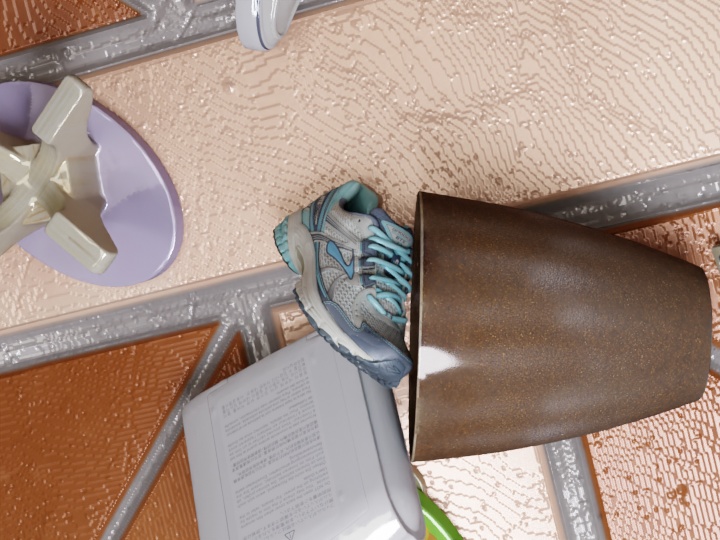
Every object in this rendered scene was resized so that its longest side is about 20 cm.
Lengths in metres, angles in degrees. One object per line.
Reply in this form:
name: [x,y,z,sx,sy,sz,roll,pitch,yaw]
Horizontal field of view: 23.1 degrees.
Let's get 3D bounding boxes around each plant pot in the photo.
plant pot: [0.136,0.042,1.220,0.199,0.187,0.188,2,96,-1]

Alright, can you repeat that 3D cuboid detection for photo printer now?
photo printer: [-0.041,0.152,1.263,0.166,0.069,0.200,-29,47,16]

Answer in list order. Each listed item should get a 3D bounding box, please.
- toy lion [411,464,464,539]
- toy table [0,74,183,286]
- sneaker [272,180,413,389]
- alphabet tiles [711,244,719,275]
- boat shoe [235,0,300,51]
toy lion: [0.009,0.273,1.326,0.200,0.069,0.192,-38,93,14]
toy table: [-0.236,-0.065,1.320,0.200,0.117,0.184,27,101,11]
sneaker: [0.000,0.000,1.239,0.086,0.200,0.078,-41,128,10]
alphabet tiles: [0.328,0.020,1.177,0.200,0.006,0.167,-8,105,50]
boat shoe: [-0.036,-0.253,1.277,0.065,0.072,0.201,17,92,16]
